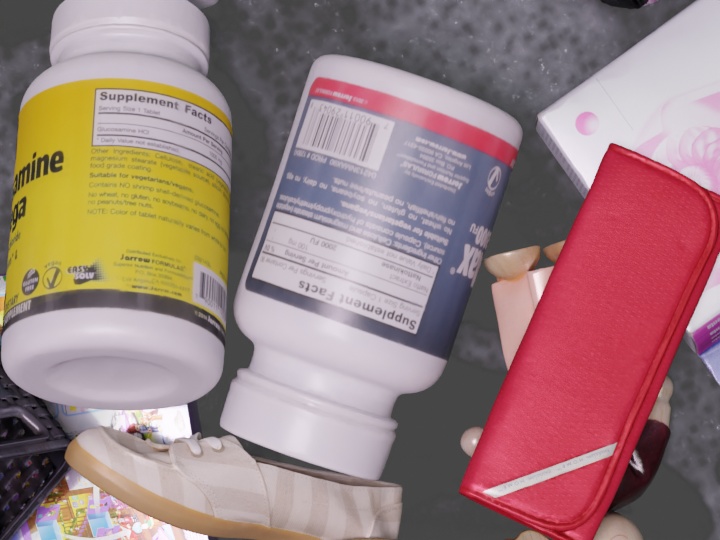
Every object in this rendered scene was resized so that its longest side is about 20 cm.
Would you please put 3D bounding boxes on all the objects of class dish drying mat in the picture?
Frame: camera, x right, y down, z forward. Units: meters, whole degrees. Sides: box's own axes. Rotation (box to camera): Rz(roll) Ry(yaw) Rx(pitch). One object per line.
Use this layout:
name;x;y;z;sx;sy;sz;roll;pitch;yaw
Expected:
dish drying mat;0.123;0.038;1.058;0.076;0.018;0.201;25;80;1

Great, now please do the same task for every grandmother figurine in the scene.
grandmother figurine;0.113;0.086;1.092;0.120;0.061;0.201;-14;85;-2

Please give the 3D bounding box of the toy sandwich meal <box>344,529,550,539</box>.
toy sandwich meal;0.035;0.209;1.016;0.204;0.070;0.206;13;54;-18

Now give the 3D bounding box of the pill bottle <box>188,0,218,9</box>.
pill bottle;-0.116;-0.245;1.101;0.113;0.114;0.202;1;86;4

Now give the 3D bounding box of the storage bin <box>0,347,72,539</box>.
storage bin;-0.257;0.126;1.049;0.200;0.135;0.094;-48;71;21

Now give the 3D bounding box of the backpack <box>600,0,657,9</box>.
backpack;0.131;-0.240;1.065;0.126;0.167;0.201;-31;91;-3

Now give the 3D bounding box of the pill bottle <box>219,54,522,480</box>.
pill bottle;0.000;0.000;1.076;0.119;0.120;0.201;19;89;5

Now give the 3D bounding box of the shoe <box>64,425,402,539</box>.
shoe;-0.061;0.111;1.070;0.199;0.070;0.054;23;91;-30

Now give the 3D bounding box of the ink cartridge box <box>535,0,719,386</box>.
ink cartridge box;0.228;-0.057;1.101;0.196;0.043;0.201;-36;83;1

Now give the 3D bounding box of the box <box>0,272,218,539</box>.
box;-0.155;0.097;1.122;0.136;0.039;0.202;-9;86;3

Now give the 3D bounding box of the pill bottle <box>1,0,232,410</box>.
pill bottle;-0.123;-0.038;1.057;0.112;0.113;0.201;-1;67;4
